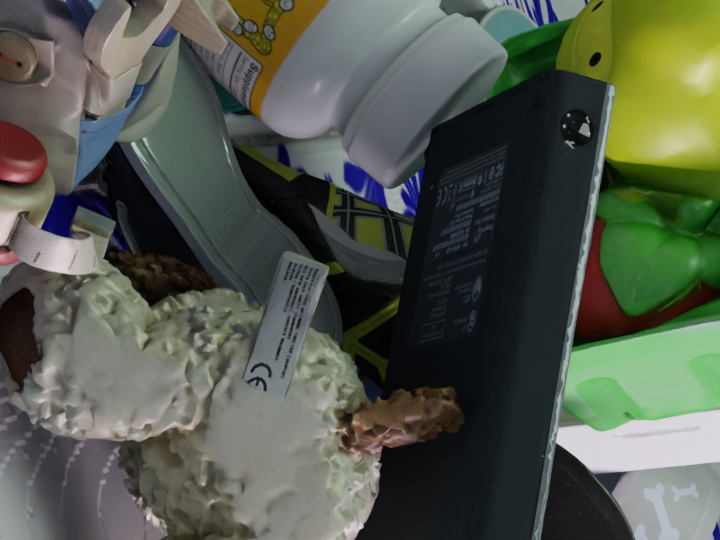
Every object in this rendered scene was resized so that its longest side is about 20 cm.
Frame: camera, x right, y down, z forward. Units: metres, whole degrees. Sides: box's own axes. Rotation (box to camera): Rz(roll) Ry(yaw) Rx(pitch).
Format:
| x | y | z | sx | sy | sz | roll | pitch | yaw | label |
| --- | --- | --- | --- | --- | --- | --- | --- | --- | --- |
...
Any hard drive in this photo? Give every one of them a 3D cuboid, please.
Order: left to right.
| x | y | z | sx | sy | sz | roll | pitch | yaw | label |
| --- | --- | --- | --- | --- | --- | --- | --- | --- | --- |
| 0.046 | 0.030 | 0.870 | 0.140 | 0.033 | 0.200 | 161 | -58 | -70 | hard drive |

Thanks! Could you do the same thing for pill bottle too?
| x | y | z | sx | sy | sz | roll | pitch | yaw | label |
| --- | --- | --- | --- | --- | --- | --- | --- | --- | --- |
| -0.034 | -0.133 | 0.982 | 0.200 | 0.113 | 0.113 | 42 | 15 | 9 | pill bottle |

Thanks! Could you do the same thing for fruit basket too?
| x | y | z | sx | sy | sz | roll | pitch | yaw | label |
| --- | --- | --- | --- | --- | --- | --- | --- | --- | --- |
| 0.120 | -0.056 | 0.934 | 0.216 | 0.155 | 0.216 | -14 | 90 | -69 | fruit basket |

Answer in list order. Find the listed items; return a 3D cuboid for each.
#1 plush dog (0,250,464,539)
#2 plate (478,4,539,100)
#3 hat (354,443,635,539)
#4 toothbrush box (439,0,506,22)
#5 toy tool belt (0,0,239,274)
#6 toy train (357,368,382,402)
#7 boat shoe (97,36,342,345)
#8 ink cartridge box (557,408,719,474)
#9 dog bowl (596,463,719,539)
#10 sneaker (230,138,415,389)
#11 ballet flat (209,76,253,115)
| x | y | z | sx | sy | sz | roll | pitch | yaw | label |
| --- | --- | --- | --- | --- | --- | --- | --- | --- | --- |
| -0.049 | 0.065 | 0.872 | 0.172 | 0.160 | 0.200 | -148 | -142 | -80 | plush dog |
| 0.087 | -0.044 | 1.166 | 0.200 | 0.026 | 0.201 | 34 | 52 | -58 | plate |
| 0.046 | 0.156 | 0.982 | 0.081 | 0.200 | 0.201 | -17 | 90 | -78 | hat |
| -0.010 | -0.209 | 1.213 | 0.086 | 0.145 | 0.200 | 37 | 39 | -63 | toothbrush box |
| -0.111 | -0.100 | 0.805 | 0.125 | 0.123 | 0.200 | 23 | 29 | -8 | toy tool belt |
| 0.025 | 0.073 | 1.104 | 0.200 | 0.114 | 0.087 | -39 | 111 | -71 | toy train |
| -0.085 | -0.032 | 0.959 | 0.076 | 0.060 | 0.200 | -36 | 100 | -52 | boat shoe |
| 0.152 | -0.005 | 1.085 | 0.084 | 0.145 | 0.200 | 43 | 44 | -56 | ink cartridge box |
| 0.100 | 0.130 | 1.166 | 0.059 | 0.200 | 0.200 | 45 | 28 | -26 | dog bowl |
| 0.000 | 0.000 | 1.015 | 0.076 | 0.200 | 0.075 | -30 | 148 | -47 | sneaker |
| -0.026 | -0.165 | 1.084 | 0.067 | 0.200 | 0.070 | 39 | 43 | 25 | ballet flat |
